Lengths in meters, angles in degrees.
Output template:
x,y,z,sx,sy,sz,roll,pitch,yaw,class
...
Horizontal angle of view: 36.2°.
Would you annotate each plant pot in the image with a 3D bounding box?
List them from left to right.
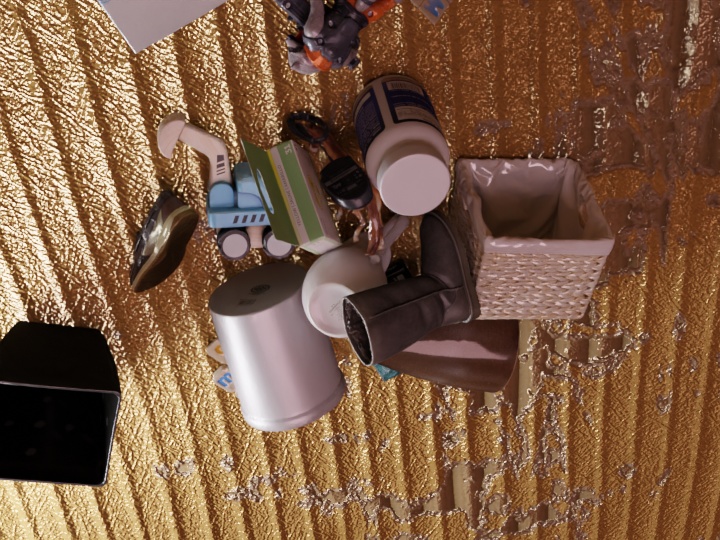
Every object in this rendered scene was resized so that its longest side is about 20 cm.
x,y,z,sx,sy,sz,roll,pitch,yaw,class
-0.473,0.190,1.680,0.198,0.178,0.201,7,125,-16,plant pot
0.113,0.093,1.685,0.198,0.188,0.188,2,127,-19,plant pot

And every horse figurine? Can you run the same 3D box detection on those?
x,y,z,sx,sy,sz,roll,pitch,yaw,class
-0.012,-0.108,1.538,0.049,0.200,0.134,-19,134,-19,horse figurine

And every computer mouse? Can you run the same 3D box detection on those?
x,y,z,sx,sy,sz,roll,pitch,yaw,class
-0.043,-0.148,1.497,0.058,0.201,0.034,-29,145,-8,computer mouse

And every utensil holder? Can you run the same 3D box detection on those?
x,y,z,sx,sy,sz,roll,pitch,yaw,class
-0.127,0.112,1.672,0.168,0.170,0.202,-15,115,2,utensil holder

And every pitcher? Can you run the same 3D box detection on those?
x,y,z,sx,sy,sz,roll,pitch,yaw,class
0.000,0.000,1.597,0.121,0.200,0.172,39,114,-4,pitcher

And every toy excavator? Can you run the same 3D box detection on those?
x,y,z,sx,sy,sz,roll,pitch,yaw,class
-0.186,-0.125,1.558,0.192,0.100,0.202,-3,114,-10,toy excavator

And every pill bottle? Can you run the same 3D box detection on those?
x,y,z,sx,sy,sz,roll,pitch,yaw,class
0.057,-0.169,1.487,0.114,0.201,0.117,-5,128,-6,pill bottle

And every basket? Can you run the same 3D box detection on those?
x,y,z,sx,sy,sz,roll,pitch,yaw,class
0.240,-0.047,1.619,0.197,0.199,0.162,-1,132,-10,basket

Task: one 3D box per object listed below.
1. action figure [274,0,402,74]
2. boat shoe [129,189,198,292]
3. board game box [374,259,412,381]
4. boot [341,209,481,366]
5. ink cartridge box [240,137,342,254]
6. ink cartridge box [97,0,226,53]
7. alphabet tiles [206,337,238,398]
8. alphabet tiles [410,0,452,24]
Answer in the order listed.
x,y,z,sx,sy,sz,roll,pitch,yaw,class
-0.040,-0.338,1.406,0.199,0.105,0.194,28,106,-33,action figure
-0.294,-0.042,1.609,0.073,0.065,0.200,-22,159,-45,boat shoe
0.052,0.085,1.787,0.134,0.028,0.201,-26,127,10,board game box
0.058,0.020,1.517,0.198,0.184,0.073,-16,167,-25,boot
-0.090,-0.104,1.487,0.048,0.147,0.200,-21,171,9,ink cartridge box
-0.260,-0.394,1.296,0.143,0.146,0.201,-25,128,9,ink cartridge box
-0.145,0.140,1.803,0.195,0.015,0.200,36,114,-31,alphabet tiles
0.097,-0.436,1.358,0.167,0.008,0.201,38,86,-32,alphabet tiles
